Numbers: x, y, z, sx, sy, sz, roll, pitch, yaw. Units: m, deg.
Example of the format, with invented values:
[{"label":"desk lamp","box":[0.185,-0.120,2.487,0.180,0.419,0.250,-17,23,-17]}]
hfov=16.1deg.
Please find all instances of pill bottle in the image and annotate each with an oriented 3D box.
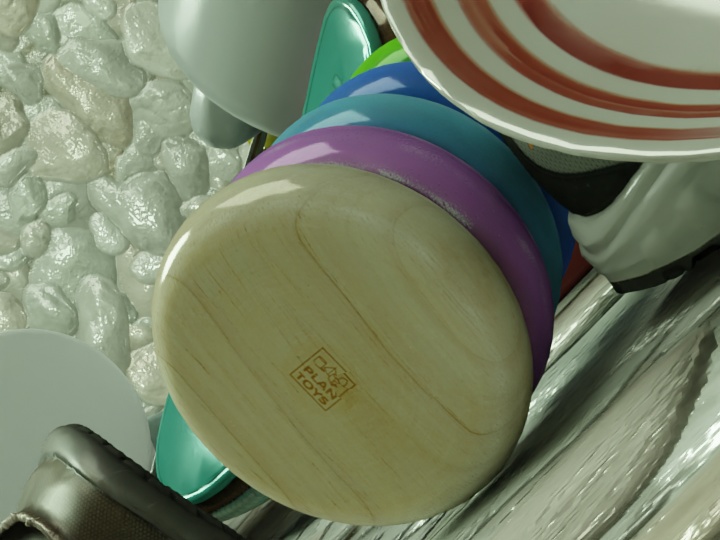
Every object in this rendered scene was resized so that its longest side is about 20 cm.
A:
[{"label":"pill bottle","box":[-0.133,0.092,0.946,0.109,0.109,0.200,-46,-3,-24]}]

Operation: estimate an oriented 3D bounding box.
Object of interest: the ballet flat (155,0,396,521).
[{"label":"ballet flat","box":[0.000,0.000,0.756,0.071,0.069,0.201,1,-50,-29]}]

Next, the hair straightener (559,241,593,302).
[{"label":"hair straightener","box":[0.076,-0.048,0.715,0.200,0.041,0.077,-51,2,1]}]

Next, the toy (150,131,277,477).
[{"label":"toy","box":[-0.034,0.020,0.885,0.115,0.047,0.202,95,-174,-70]}]

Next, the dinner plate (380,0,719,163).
[{"label":"dinner plate","box":[0.092,-0.095,0.473,0.199,0.024,0.201,-23,42,22]}]

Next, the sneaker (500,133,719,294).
[{"label":"sneaker","box":[0.104,-0.087,0.523,0.200,0.079,0.074,-44,1,6]}]

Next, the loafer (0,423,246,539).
[{"label":"loafer","box":[-0.084,0.106,0.745,0.071,0.073,0.200,-56,1,-25]}]

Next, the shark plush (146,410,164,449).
[{"label":"shark plush","box":[-0.082,0.101,1.150,0.083,0.092,0.199,-14,3,45]}]

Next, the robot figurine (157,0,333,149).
[{"label":"robot figurine","box":[0.002,-0.117,0.771,0.113,0.169,0.201,-43,-23,-47]}]

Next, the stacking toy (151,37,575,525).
[{"label":"stacking toy","box":[0.027,-0.027,0.608,0.085,0.085,0.200,-43,7,37]}]
